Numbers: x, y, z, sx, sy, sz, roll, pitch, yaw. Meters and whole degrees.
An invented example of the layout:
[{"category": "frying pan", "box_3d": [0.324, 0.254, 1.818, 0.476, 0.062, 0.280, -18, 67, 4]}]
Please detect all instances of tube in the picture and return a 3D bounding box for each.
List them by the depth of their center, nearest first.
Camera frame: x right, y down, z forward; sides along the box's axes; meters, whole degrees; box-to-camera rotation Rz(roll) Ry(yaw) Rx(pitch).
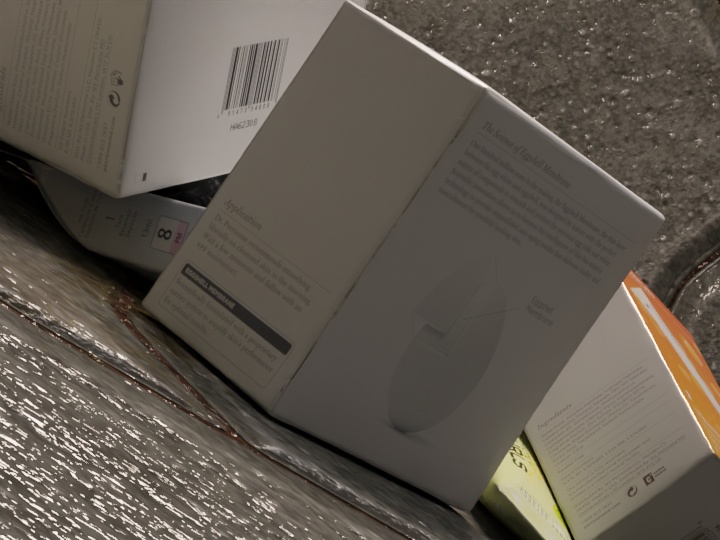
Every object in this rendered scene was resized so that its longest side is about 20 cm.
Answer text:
[{"category": "tube", "box_3d": [0.087, 0.122, 1.695, 0.058, 0.052, 0.200, 6, 14, -9]}]

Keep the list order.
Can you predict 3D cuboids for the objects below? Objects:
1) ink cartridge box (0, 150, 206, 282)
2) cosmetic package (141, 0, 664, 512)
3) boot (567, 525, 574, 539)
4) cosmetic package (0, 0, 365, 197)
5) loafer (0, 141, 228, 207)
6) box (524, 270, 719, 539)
[{"category": "ink cartridge box", "box_3d": [-0.132, -0.017, 1.675, 0.200, 0.057, 0.163, 12, -9, 28]}, {"category": "cosmetic package", "box_3d": [0.026, -0.005, 1.560, 0.123, 0.200, 0.199, 38, 4, 39]}, {"category": "boot", "box_3d": [0.195, 0.172, 1.886, 0.200, 0.064, 0.186, 31, 17, -8]}, {"category": "cosmetic package", "box_3d": [-0.137, -0.145, 1.637, 0.200, 0.123, 0.199, 24, 23, 30]}, {"category": "loafer", "box_3d": [-0.156, -0.082, 1.731, 0.201, 0.068, 0.070, 22, -13, 24]}, {"category": "box", "box_3d": [0.166, 0.099, 1.729, 0.124, 0.097, 0.200, 44, 15, -41]}]
